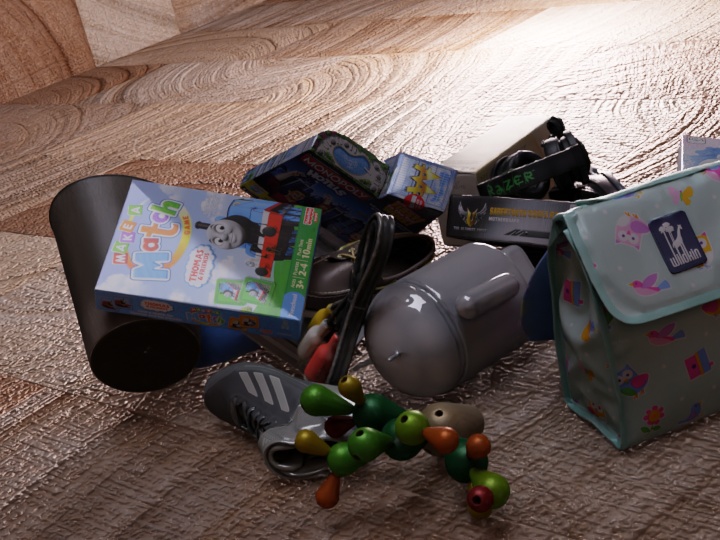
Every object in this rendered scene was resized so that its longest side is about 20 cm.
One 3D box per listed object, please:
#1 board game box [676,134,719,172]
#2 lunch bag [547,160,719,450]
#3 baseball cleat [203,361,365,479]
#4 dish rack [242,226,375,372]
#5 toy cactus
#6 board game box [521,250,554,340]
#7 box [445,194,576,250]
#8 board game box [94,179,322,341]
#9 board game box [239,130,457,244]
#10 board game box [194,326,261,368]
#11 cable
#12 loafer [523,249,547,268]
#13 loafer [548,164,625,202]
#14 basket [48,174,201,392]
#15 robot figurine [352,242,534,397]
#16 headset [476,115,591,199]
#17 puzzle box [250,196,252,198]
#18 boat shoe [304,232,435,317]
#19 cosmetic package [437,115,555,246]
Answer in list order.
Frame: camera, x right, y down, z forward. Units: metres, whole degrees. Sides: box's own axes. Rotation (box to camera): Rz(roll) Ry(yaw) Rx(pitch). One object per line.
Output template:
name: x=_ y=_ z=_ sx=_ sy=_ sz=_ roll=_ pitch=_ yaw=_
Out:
board game box: x=0.444 y=-0.086 z=1.202 sx=0.200 sy=0.043 sz=0.199 roll=8 pitch=26 yaw=12
lunch bag: x=0.247 y=0.020 z=0.913 sx=0.170 sy=0.200 sz=0.122 roll=-18 pitch=22 yaw=-13
baseball cleat: x=-0.081 y=0.133 z=1.006 sx=0.200 sy=0.070 sz=0.106 roll=1 pitch=26 yaw=33
dish rack: x=-0.065 y=0.027 z=1.202 sx=0.172 sy=0.044 sz=0.200 roll=35 pitch=37 yaw=7
toy cactus: x=0.048 y=0.143 z=0.896 sx=0.200 sy=0.102 sz=0.165 roll=10 pitch=8 yaw=35
board game box: x=0.222 y=-0.008 z=1.006 sx=0.200 sy=0.158 sz=0.039 roll=2 pitch=38 yaw=-33
box: x=0.217 y=-0.043 z=1.190 sx=0.200 sy=0.048 sz=0.158 roll=8 pitch=1 yaw=43
board game box: x=-0.147 y=-0.013 z=1.114 sx=0.200 sy=0.037 sz=0.151 roll=8 pitch=50 yaw=0
board game box: x=0.001 y=-0.090 z=1.252 sx=0.200 sy=0.200 sz=0.062 roll=-20 pitch=44 yaw=50
board game box: x=-0.144 y=0.060 z=1.258 sx=0.158 sy=0.039 sz=0.200 roll=-8 pitch=33 yaw=18
cable: x=-0.018 y=0.038 z=1.022 sx=0.050 sy=0.200 sz=0.097 roll=11 pitch=43 yaw=-10
loafer: x=0.114 y=0.016 z=1.175 sx=0.200 sy=0.073 sz=0.072 roll=-14 pitch=18 yaw=-3
loafer: x=0.277 y=-0.081 z=1.333 sx=0.063 sy=0.072 sz=0.200 roll=-31 pitch=15 yaw=4
basket: x=-0.238 y=0.019 z=1.187 sx=0.136 sy=0.180 sz=0.200 roll=-43 pitch=43 yaw=23
robot figurine: x=0.085 y=0.046 z=1.057 sx=0.200 sy=0.113 sz=0.170 roll=-27 pitch=-11 yaw=-30
headset: x=0.209 y=-0.130 z=1.304 sx=0.123 sy=0.094 sz=0.200 roll=-21 pitch=0 yaw=34
puzzle box: x=-0.031 y=-0.113 z=1.462 sx=0.200 sy=0.025 sz=0.133 roll=-10 pitch=12 yaw=-24
boat shoe: x=0.000 y=0.000 z=1.190 sx=0.200 sy=0.060 sz=0.072 roll=-12 pitch=55 yaw=-41
cosmetic package: x=0.176 y=-0.115 z=1.407 sx=0.073 sy=0.104 sz=0.200 roll=6 pitch=31 yaw=39
